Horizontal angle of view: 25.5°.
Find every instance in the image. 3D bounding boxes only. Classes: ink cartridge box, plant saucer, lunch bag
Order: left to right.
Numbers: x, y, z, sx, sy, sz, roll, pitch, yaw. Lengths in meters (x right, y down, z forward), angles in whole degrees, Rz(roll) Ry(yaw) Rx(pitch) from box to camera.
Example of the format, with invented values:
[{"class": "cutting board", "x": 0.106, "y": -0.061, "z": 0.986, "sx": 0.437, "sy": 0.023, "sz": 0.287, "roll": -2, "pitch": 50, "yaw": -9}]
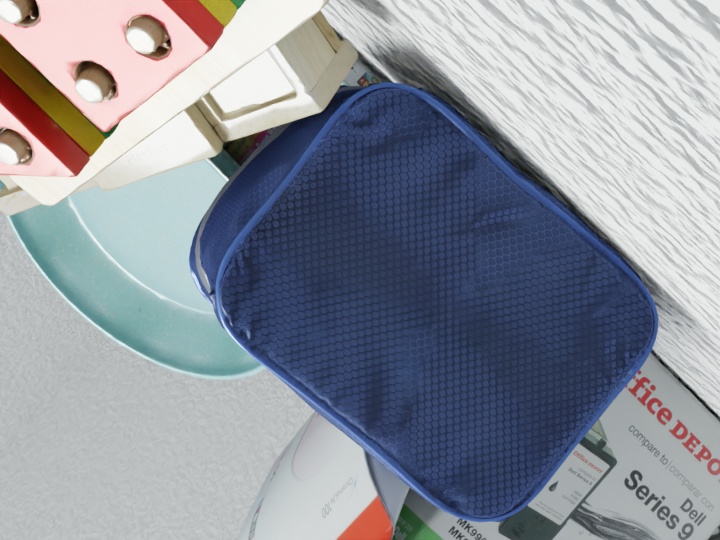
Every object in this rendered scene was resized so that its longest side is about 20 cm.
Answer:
[{"class": "plant saucer", "x": -0.114, "y": -0.025, "z": 0.880, "sx": 0.200, "sy": 0.036, "sz": 0.200, "roll": 22, "pitch": 139, "yaw": 20}, {"class": "ink cartridge box", "x": -0.026, "y": 0.135, "z": 0.818, "sx": 0.057, "sy": 0.163, "sz": 0.200, "roll": 35, "pitch": -139, "yaw": -3}, {"class": "lunch bag", "x": 0.028, "y": 0.012, "z": 0.717, "sx": 0.200, "sy": 0.136, "sz": 0.132, "roll": 42, "pitch": 179, "yaw": -14}, {"class": "ink cartridge box", "x": 0.105, "y": 0.131, "z": 0.898, "sx": 0.146, "sy": 0.200, "sz": 0.084, "roll": 43, "pitch": 175, "yaw": -20}]

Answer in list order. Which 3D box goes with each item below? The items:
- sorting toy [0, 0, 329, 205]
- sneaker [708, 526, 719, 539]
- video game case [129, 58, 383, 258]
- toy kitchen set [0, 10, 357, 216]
[{"class": "sorting toy", "x": -0.145, "y": -0.116, "z": 0.573, "sx": 0.200, "sy": 0.070, "sz": 0.199, "roll": 45, "pitch": 136, "yaw": -17}, {"class": "sneaker", "x": 0.199, "y": 0.152, "z": 1.040, "sx": 0.079, "sy": 0.095, "sz": 0.200, "roll": 41, "pitch": 180, "yaw": 3}, {"class": "video game case", "x": -0.018, "y": -0.026, "z": 0.851, "sx": 0.182, "sy": 0.024, "sz": 0.200, "roll": 43, "pitch": 141, "yaw": -4}, {"class": "toy kitchen set", "x": -0.102, "y": -0.156, "z": 0.696, "sx": 0.200, "sy": 0.181, "sz": 0.163, "roll": -13, "pitch": 124, "yaw": 38}]
